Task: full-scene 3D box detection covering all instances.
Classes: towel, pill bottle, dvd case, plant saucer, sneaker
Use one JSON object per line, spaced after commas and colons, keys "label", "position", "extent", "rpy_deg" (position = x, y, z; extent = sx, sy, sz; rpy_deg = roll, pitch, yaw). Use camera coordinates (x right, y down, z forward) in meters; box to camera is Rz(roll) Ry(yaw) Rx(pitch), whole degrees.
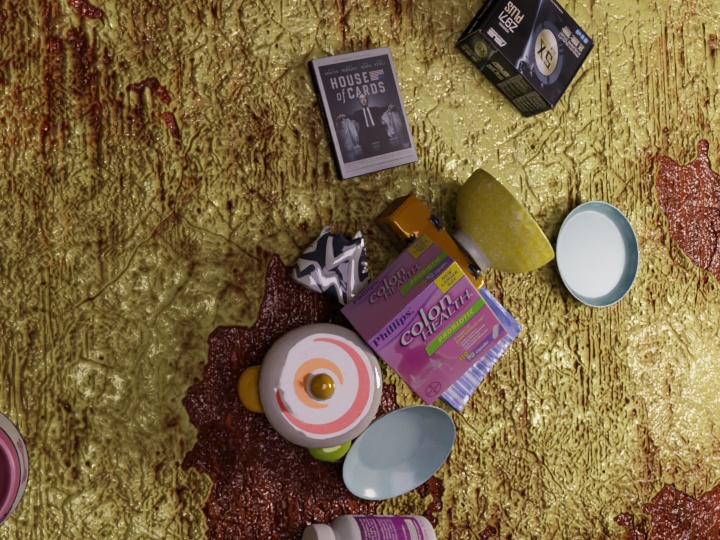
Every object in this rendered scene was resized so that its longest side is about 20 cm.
{"label": "towel", "position": [0.184, 0.128, 1.362], "extent": [0.145, 0.024, 0.200], "rpy_deg": [46, 71, -15]}
{"label": "pill bottle", "position": [0.012, 0.441, 1.221], "extent": [0.199, 0.112, 0.113], "rpy_deg": [8, 84, -24]}
{"label": "dvd case", "position": [0.006, -0.264, 1.300], "extent": [0.150, 0.025, 0.201], "rpy_deg": [-17, 95, -24]}
{"label": "plant saucer", "position": [0.447, -0.031, 1.486], "extent": [0.199, 0.027, 0.202], "rpy_deg": [1, 87, -24]}
{"label": "sneaker", "position": [0.000, 0.000, 1.254], "extent": [0.198, 0.079, 0.130], "rpy_deg": [28, 85, -10]}
{"label": "plant saucer", "position": [0.057, 0.284, 1.257], "extent": [0.200, 0.039, 0.202], "rpy_deg": [-13, 126, -18]}

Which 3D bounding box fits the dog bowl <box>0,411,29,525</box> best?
{"label": "dog bowl", "position": [-0.535, 0.268, 1.005], "extent": [0.199, 0.074, 0.202], "rpy_deg": [1, 87, -25]}

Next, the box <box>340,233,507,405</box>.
{"label": "box", "position": [0.102, 0.079, 1.206], "extent": [0.176, 0.097, 0.200], "rpy_deg": [-42, 129, -1]}

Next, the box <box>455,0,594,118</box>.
{"label": "box", "position": [0.298, -0.408, 1.404], "extent": [0.200, 0.086, 0.164], "rpy_deg": [41, 73, -17]}

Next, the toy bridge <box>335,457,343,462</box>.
{"label": "toy bridge", "position": [-0.019, 0.209, 1.265], "extent": [0.067, 0.027, 0.201], "rpy_deg": [13, 82, -26]}

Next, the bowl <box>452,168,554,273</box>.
{"label": "bowl", "position": [0.220, -0.061, 1.311], "extent": [0.108, 0.200, 0.200], "rpy_deg": [-40, 104, 1]}

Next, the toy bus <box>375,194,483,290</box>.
{"label": "toy bus", "position": [0.118, -0.031, 1.309], "extent": [0.065, 0.078, 0.200], "rpy_deg": [-45, 105, -20]}

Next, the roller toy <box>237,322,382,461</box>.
{"label": "roller toy", "position": [-0.064, 0.169, 1.165], "extent": [0.200, 0.140, 0.183], "rpy_deg": [37, 81, -2]}
